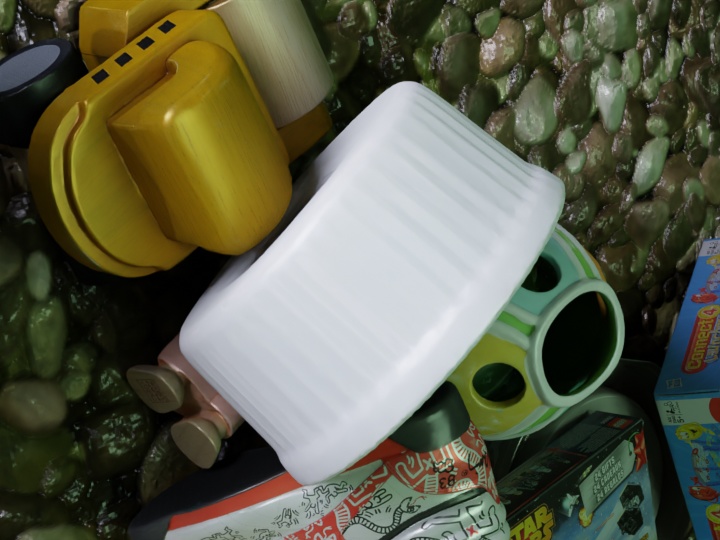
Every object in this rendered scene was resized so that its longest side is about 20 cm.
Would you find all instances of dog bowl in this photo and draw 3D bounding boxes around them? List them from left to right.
[{"bbox_3d":[0.145,0.150,1.132,0.200,0.059,0.200,-10,105,-39],"label":"dog bowl"}]

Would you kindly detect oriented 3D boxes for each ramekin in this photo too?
[{"bbox_3d":[0.000,0.000,0.830,0.098,0.200,0.200,41,69,-9],"label":"ramekin"}]

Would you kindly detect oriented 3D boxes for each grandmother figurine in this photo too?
[{"bbox_3d":[-0.043,0.013,0.945,0.200,0.061,0.121,-44,115,-29],"label":"grandmother figurine"}]

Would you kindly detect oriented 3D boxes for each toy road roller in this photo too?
[{"bbox_3d":[-0.078,-0.078,0.834,0.200,0.146,0.123,-42,123,-27],"label":"toy road roller"}]

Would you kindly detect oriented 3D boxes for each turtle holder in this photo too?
[{"bbox_3d":[0.071,0.036,0.996,0.185,0.132,0.141,-9,105,-40],"label":"turtle holder"}]

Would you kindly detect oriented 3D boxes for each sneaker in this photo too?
[{"bbox_3d":[-0.019,0.145,0.908,0.201,0.067,0.108,-22,104,9],"label":"sneaker"}]

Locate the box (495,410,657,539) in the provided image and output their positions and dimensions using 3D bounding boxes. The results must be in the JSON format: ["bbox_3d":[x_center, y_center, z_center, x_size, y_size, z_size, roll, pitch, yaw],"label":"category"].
[{"bbox_3d":[0.115,0.190,1.033,0.200,0.040,0.137,-27,115,-43],"label":"box"}]

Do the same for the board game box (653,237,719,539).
[{"bbox_3d":[0.277,0.107,1.187,0.200,0.056,0.196,-58,134,-51],"label":"board game box"}]
